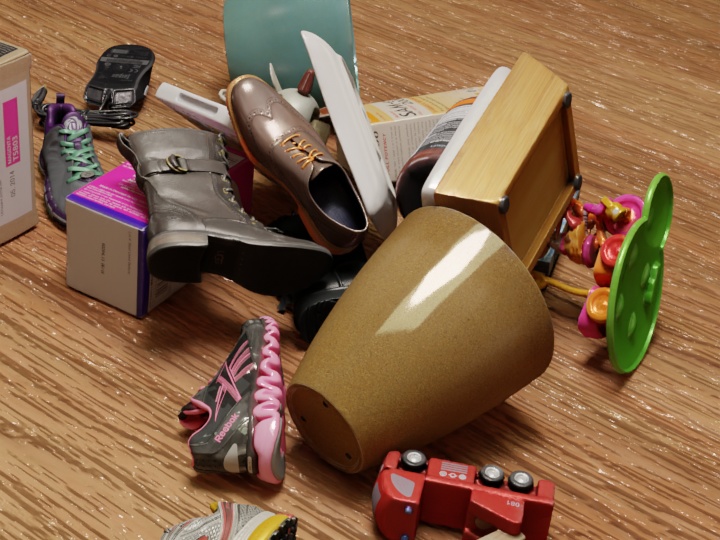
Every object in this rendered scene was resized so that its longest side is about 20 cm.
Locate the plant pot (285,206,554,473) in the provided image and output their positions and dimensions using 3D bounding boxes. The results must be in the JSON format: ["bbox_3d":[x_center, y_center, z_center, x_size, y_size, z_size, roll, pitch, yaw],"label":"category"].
[{"bbox_3d":[0.036,0.078,1.186,0.185,0.188,0.200,29,55,33],"label":"plant pot"}]

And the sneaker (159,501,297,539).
[{"bbox_3d":[-0.122,0.232,0.986,0.081,0.079,0.200,15,22,21],"label":"sneaker"}]

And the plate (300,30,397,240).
[{"bbox_3d":[-0.002,-0.137,1.424,0.032,0.203,0.200,-20,-8,3],"label":"plate"}]

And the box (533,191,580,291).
[{"bbox_3d":[0.162,-0.054,1.530,0.135,0.040,0.200,14,32,13],"label":"box"}]

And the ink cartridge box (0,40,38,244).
[{"bbox_3d":[-0.420,-0.147,1.418,0.163,0.202,0.075,21,34,25],"label":"ink cartridge box"}]

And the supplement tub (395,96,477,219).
[{"bbox_3d":[0.117,-0.116,1.458,0.106,0.108,0.200,16,35,16],"label":"supplement tub"}]

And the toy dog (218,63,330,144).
[{"bbox_3d":[-0.074,-0.194,1.567,0.131,0.097,0.200,19,15,-26],"label":"toy dog"}]

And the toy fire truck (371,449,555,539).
[{"bbox_3d":[0.100,0.215,1.069,0.197,0.049,0.142,10,32,6],"label":"toy fire truck"}]

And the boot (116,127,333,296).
[{"bbox_3d":[-0.129,-0.068,1.306,0.197,0.070,0.176,7,46,-23],"label":"boot"}]

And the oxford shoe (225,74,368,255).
[{"bbox_3d":[-0.054,-0.110,1.317,0.071,0.073,0.201,-40,93,-20],"label":"oxford shoe"}]

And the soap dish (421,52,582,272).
[{"bbox_3d":[0.138,-0.080,1.289,0.080,0.158,0.201,14,53,27],"label":"soap dish"}]

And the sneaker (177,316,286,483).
[{"bbox_3d":[-0.112,0.108,1.193,0.094,0.080,0.201,-6,30,1],"label":"sneaker"}]

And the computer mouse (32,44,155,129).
[{"bbox_3d":[-0.333,-0.221,1.716,0.138,0.047,0.201,1,36,0],"label":"computer mouse"}]

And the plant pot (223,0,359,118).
[{"bbox_3d":[-0.087,-0.284,1.724,0.158,0.203,0.201,-6,31,1],"label":"plant pot"}]

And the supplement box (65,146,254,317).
[{"bbox_3d":[-0.202,-0.053,1.401,0.102,0.102,0.200,21,33,22],"label":"supplement box"}]

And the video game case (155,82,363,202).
[{"bbox_3d":[-0.106,-0.126,1.469,0.199,0.023,0.181,34,-5,-39],"label":"video game case"}]

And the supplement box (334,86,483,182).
[{"bbox_3d":[0.078,-0.160,1.607,0.197,0.075,0.126,-11,18,-13],"label":"supplement box"}]

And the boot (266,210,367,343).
[{"bbox_3d":[0.001,0.001,1.382,0.195,0.074,0.163,-7,34,-14],"label":"boot"}]

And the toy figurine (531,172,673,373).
[{"bbox_3d":[0.198,-0.013,1.364,0.182,0.203,0.150,10,-15,29],"label":"toy figurine"}]

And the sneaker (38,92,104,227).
[{"bbox_3d":[-0.316,-0.119,1.500,0.073,0.089,0.200,-9,34,-24],"label":"sneaker"}]
